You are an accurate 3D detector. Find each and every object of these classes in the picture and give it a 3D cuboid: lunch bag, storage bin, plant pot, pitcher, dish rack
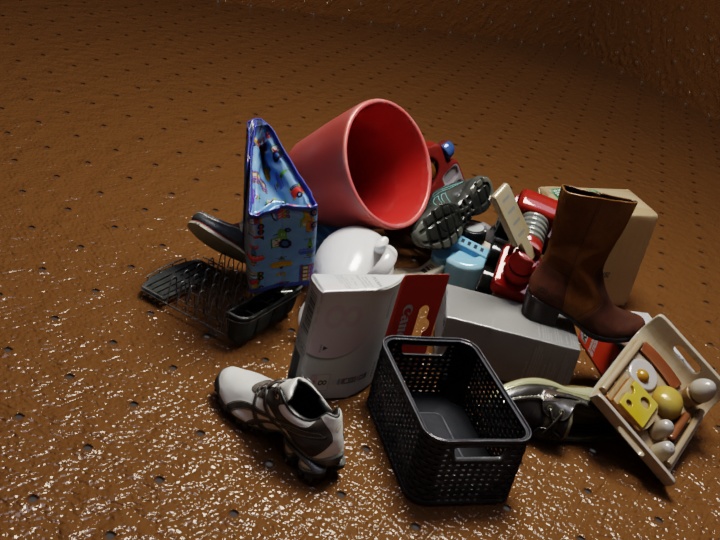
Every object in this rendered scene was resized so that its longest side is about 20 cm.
[{"bbox_3d":[-0.125,-0.098,1.144,0.093,0.152,0.201,-8,50,-14],"label":"lunch bag"},{"bbox_3d":[0.100,0.173,0.999,0.133,0.095,0.201,4,29,-19],"label":"storage bin"},{"bbox_3d":[-0.014,-0.155,1.322,0.176,0.203,0.199,-6,7,45],"label":"plant pot"},{"bbox_3d":[0.000,0.000,1.200,0.121,0.171,0.201,44,26,-12],"label":"pitcher"},{"bbox_3d":[-0.199,0.025,1.177,0.198,0.055,0.153,25,28,21],"label":"dish rack"}]

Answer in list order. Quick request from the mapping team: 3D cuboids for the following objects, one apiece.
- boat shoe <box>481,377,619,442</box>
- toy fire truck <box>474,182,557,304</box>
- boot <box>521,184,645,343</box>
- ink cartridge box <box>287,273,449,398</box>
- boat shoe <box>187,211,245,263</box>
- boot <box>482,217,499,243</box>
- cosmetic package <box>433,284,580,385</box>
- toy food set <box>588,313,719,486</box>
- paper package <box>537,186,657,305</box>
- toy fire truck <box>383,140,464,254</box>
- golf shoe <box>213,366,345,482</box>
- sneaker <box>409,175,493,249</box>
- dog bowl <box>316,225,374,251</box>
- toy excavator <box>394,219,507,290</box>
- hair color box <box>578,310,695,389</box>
[{"bbox_3d":[0.251,0.184,1.074,0.197,0.074,0.065,2,24,-22],"label":"boat shoe"},{"bbox_3d":[0.239,-0.061,1.241,0.127,0.201,0.177,22,59,5],"label":"toy fire truck"},{"bbox_3d":[0.338,-0.010,1.162,0.186,0.202,0.069,18,24,4],"label":"boot"},{"bbox_3d":[0.017,0.082,1.052,0.197,0.164,0.057,2,30,-23],"label":"ink cartridge box"},{"bbox_3d":[-0.161,-0.042,1.243,0.198,0.063,0.071,27,-15,-20],"label":"boat shoe"},{"bbox_3d":[0.251,-0.075,1.498,0.069,0.133,0.201,7,28,-11],"label":"boot"},{"bbox_3d":[0.207,0.098,1.205,0.197,0.091,0.107,13,26,3],"label":"cosmetic package"},{"bbox_3d":[0.398,0.164,1.096,0.144,0.060,0.199,49,50,6],"label":"toy food set"},{"bbox_3d":[0.384,-0.040,1.433,0.197,0.193,0.104,-1,29,-25],"label":"paper package"},{"bbox_3d":[0.113,-0.141,1.473,0.168,0.201,0.112,-45,46,-16],"label":"toy fire truck"},{"bbox_3d":[-0.088,0.148,0.956,0.199,0.096,0.077,29,32,30],"label":"golf shoe"},{"bbox_3d":[0.139,-0.092,1.372,0.079,0.076,0.199,6,31,44],"label":"sneaker"},{"bbox_3d":[-0.069,-0.047,1.382,0.198,0.050,0.111,-5,33,-35],"label":"dog bowl"},{"bbox_3d":[0.136,-0.004,1.366,0.193,0.101,0.199,28,39,28],"label":"toy excavator"},{"bbox_3d":[0.420,0.137,1.258,0.109,0.065,0.201,6,27,-13],"label":"hair color box"}]
